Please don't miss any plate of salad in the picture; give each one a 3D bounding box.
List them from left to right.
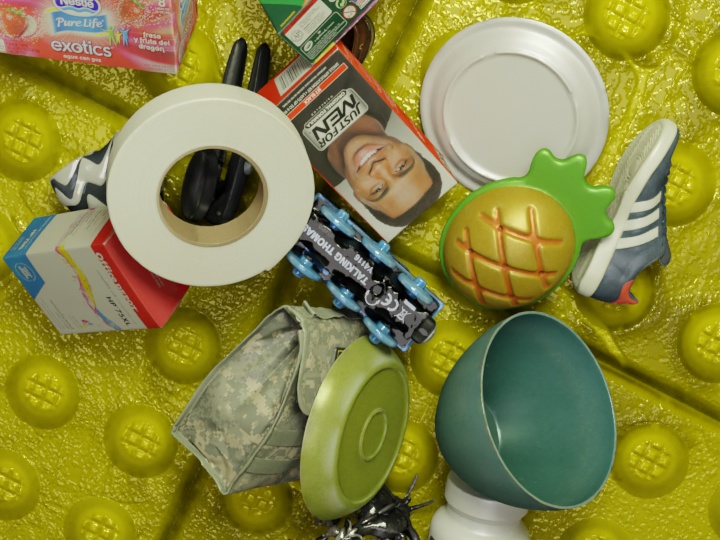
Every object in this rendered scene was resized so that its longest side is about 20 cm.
[{"bbox_3d":[0.159,-0.166,1.183,0.196,0.048,0.203,10,122,16],"label":"plate of salad"}]

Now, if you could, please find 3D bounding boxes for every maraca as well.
[{"bbox_3d":[0.169,-0.039,1.179,0.137,0.107,0.199,44,117,-13],"label":"maraca"}]

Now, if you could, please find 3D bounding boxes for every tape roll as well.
[{"bbox_3d":[-0.143,-0.078,1.093,0.199,0.037,0.206,-6,122,-10],"label":"tape roll"}]

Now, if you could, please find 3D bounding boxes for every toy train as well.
[{"bbox_3d":[0.000,0.000,1.206,0.199,0.114,0.087,40,97,-5],"label":"toy train"}]

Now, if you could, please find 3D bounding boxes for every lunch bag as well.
[{"bbox_3d":[-0.073,0.125,1.207,0.117,0.163,0.201,42,105,24],"label":"lunch bag"}]

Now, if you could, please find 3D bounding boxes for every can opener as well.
[{"bbox_3d":[-0.134,-0.144,1.212,0.062,0.079,0.203,20,94,1],"label":"can opener"}]

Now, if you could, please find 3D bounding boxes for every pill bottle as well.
[{"bbox_3d":[0.127,0.328,1.274,0.114,0.116,0.204,9,105,2],"label":"pill bottle"}]

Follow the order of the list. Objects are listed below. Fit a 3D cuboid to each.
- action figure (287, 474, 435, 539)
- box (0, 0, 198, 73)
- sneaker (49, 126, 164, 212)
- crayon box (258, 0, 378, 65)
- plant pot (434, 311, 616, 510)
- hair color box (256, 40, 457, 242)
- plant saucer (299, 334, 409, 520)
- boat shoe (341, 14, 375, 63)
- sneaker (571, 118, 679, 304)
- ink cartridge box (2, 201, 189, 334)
[{"bbox_3d":[-0.011,0.304,1.289,0.198,0.102,0.120,-25,70,-28],"label":"action figure"},{"bbox_3d":[-0.270,-0.277,1.154,0.196,0.104,0.096,8,137,3],"label":"box"},{"bbox_3d":[-0.222,-0.093,1.221,0.197,0.080,0.131,-31,101,11],"label":"sneaker"},{"bbox_3d":[-0.018,-0.322,1.101,0.200,0.173,0.058,-44,131,13],"label":"crayon box"},{"bbox_3d":[0.155,0.159,1.211,0.134,0.200,0.201,-25,103,47],"label":"plant pot"},{"bbox_3d":[-0.002,-0.133,1.152,0.101,0.062,0.200,-40,123,11],"label":"hair color box"},{"bbox_3d":[0.003,0.170,1.207,0.031,0.199,0.204,14,106,27],"label":"plant saucer"},{"bbox_3d":[-0.053,-0.181,1.190,0.071,0.068,0.202,30,104,-3],"label":"boat shoe"},{"bbox_3d":[0.297,-0.056,1.195,0.083,0.075,0.203,20,110,-7],"label":"sneaker"},{"bbox_3d":[-0.262,-0.001,1.193,0.197,0.068,0.117,-6,129,35],"label":"ink cartridge box"}]
